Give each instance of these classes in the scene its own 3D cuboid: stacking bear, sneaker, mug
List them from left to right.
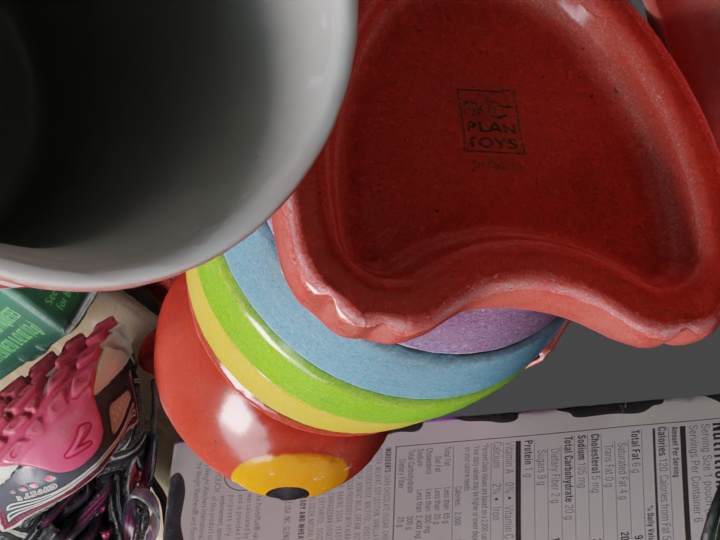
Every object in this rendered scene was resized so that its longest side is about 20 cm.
[{"bbox_3d":[-0.118,-0.053,0.678,0.200,0.176,0.134,168,97,-68],"label":"mug"},{"bbox_3d":[-0.088,0.075,0.878,0.075,0.080,0.200,49,165,10],"label":"sneaker"},{"bbox_3d":[0.000,0.000,0.758,0.121,0.114,0.200,2,157,-22],"label":"stacking bear"}]

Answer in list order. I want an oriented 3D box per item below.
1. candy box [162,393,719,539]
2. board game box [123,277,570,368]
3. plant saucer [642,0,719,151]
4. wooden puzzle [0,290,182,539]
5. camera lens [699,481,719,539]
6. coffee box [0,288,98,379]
[{"bbox_3d":[0.051,0.124,0.891,0.199,0.072,0.168,-6,136,8],"label":"candy box"},{"bbox_3d":[-0.042,-0.029,0.886,0.200,0.040,0.153,42,148,-9],"label":"board game box"},{"bbox_3d":[0.157,-0.065,0.650,0.199,0.037,0.200,10,140,34],"label":"plant saucer"},{"bbox_3d":[-0.084,0.048,1.000,0.185,0.037,0.200,36,160,11],"label":"wooden puzzle"},{"bbox_3d":[0.190,0.102,0.703,0.199,0.160,0.160,5,138,24],"label":"camera lens"},{"bbox_3d":[-0.184,-0.034,0.866,0.200,0.044,0.123,36,150,-15],"label":"coffee box"}]
